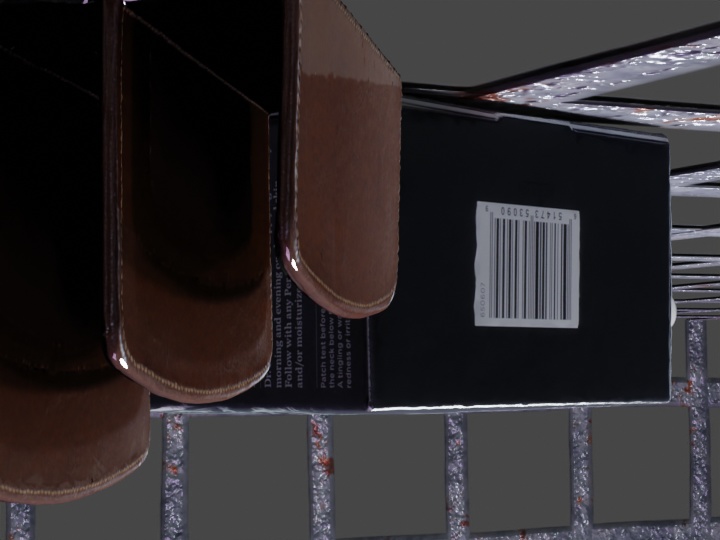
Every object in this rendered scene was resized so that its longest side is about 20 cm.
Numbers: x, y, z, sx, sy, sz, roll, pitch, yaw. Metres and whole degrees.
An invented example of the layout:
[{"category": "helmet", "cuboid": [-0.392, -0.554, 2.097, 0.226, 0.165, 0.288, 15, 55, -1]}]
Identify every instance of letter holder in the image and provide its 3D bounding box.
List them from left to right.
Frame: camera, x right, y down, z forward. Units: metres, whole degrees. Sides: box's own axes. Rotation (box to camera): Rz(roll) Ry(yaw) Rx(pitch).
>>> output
[{"category": "letter holder", "cuboid": [-0.048, -0.003, 0.581, 0.100, 0.143, 0.200, -1, 176, 8]}]

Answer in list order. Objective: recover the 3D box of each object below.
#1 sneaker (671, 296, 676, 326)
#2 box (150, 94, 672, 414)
[{"category": "sneaker", "cuboid": [0.233, 0.064, 2.205, 0.146, 0.077, 0.202, -13, 177, -45]}, {"category": "box", "cuboid": [0.000, 0.000, 0.850, 0.196, 0.125, 0.199, -1, 177, 44]}]
